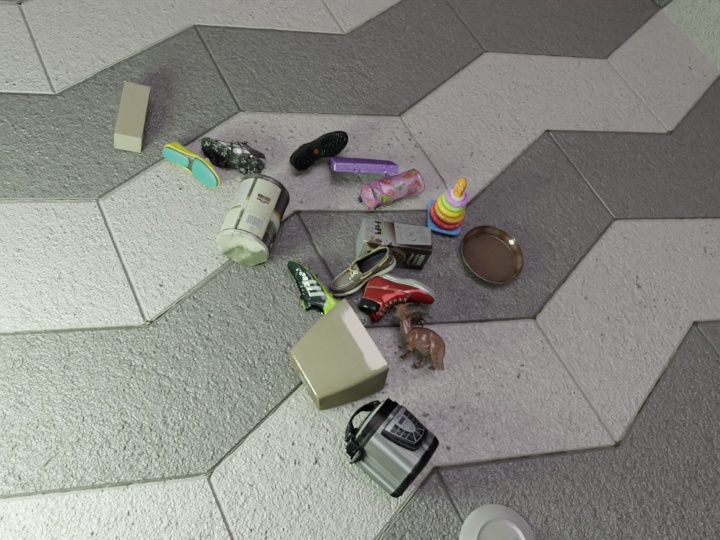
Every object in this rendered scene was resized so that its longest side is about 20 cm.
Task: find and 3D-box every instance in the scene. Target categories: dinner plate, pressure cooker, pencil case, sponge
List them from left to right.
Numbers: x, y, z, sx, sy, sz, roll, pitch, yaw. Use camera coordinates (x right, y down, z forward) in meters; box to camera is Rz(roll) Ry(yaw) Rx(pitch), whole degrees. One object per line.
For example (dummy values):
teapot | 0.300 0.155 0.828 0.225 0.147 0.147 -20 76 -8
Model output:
sponge | 0.009 -0.318 1.935 0.197 0.030 0.112 2 18 -13
pressure cooker | 0.059 0.398 1.480 0.199 0.176 0.179 39 83 11
pencil case | 0.094 -0.242 1.921 0.198 0.088 0.088 -21 67 -23
dinner plate | 0.326 0.648 1.489 0.197 0.024 0.203 7 59 -11

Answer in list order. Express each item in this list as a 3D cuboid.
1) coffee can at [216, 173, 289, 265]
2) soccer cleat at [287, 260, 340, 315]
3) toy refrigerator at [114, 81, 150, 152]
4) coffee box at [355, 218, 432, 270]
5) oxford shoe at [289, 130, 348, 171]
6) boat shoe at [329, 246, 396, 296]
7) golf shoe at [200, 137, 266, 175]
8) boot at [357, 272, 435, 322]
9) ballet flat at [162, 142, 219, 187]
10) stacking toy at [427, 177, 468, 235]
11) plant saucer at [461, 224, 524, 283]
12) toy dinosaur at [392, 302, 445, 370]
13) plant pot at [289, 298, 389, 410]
coffee can | -0.287 -0.137 1.723 0.144 0.147 0.202 18 58 -3
soccer cleat | -0.136 0.055 1.700 0.081 0.068 0.200 -41 76 -17
toy refrigerator | -0.661 -0.444 1.857 0.075 0.070 0.203 7 59 -18
coffee box | 0.093 -0.071 1.800 0.197 0.113 0.081 6 58 -10
oxford shoe | -0.130 -0.373 1.933 0.198 0.073 0.084 -27 28 -16
boat shoe | 0.000 0.000 1.727 0.198 0.060 0.072 -27 50 0
golf shoe | -0.370 -0.343 1.877 0.198 0.078 0.095 25 40 -1
boot | 0.098 0.091 1.734 0.197 0.073 0.146 16 58 5
ballet flat | -0.472 -0.309 1.831 0.198 0.067 0.067 31 36 7
stacking toy | 0.273 -0.204 1.870 0.108 0.201 0.117 11 57 -7
plant saucer | 0.389 -0.043 1.904 0.197 0.035 0.203 6 60 -11
toy dinosaur | 0.166 0.177 1.665 0.199 0.086 0.137 34 69 -10
plant pot | -0.062 0.224 1.549 0.176 0.201 0.201 -29 70 -15
